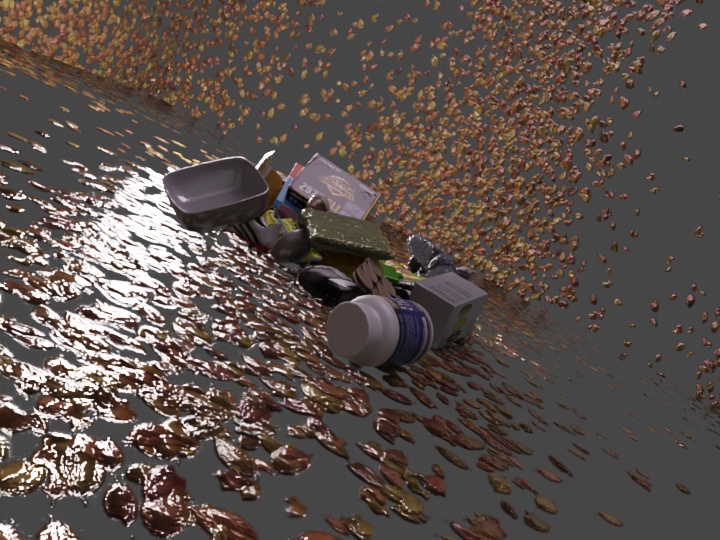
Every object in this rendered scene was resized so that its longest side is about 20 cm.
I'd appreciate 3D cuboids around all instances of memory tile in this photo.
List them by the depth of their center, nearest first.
[{"bbox_3d":[0.059,0.068,1.270,0.201,0.017,0.153,54,17,-5],"label":"memory tile"}]

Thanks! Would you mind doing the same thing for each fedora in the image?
[{"bbox_3d":[-0.250,-0.195,1.554,0.081,0.202,0.201,36,7,-13],"label":"fedora"}]

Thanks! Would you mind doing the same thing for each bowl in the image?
[{"bbox_3d":[-0.300,-0.152,1.314,0.196,0.076,0.200,-17,41,-22],"label":"bowl"}]

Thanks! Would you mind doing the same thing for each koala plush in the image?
[{"bbox_3d":[0.205,0.036,1.651,0.182,0.180,0.199,27,-4,44],"label":"koala plush"}]

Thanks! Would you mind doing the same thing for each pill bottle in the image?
[{"bbox_3d":[0.031,0.098,1.023,0.110,0.113,0.199,32,11,30],"label":"pill bottle"}]

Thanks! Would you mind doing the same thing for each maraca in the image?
[{"bbox_3d":[0.000,0.000,1.404,0.196,0.109,0.137,4,23,-24],"label":"maraca"}]

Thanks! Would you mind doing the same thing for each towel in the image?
[{"bbox_3d":[-0.030,-0.075,1.363,0.196,0.037,0.149,11,27,-23],"label":"towel"}]

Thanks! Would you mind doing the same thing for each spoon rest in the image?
[{"bbox_3d":[-0.117,-0.053,1.416,0.198,0.100,0.061,6,45,-48],"label":"spoon rest"}]

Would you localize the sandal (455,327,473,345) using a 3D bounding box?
[{"bbox_3d":[0.249,0.137,1.581,0.079,0.055,0.200,28,10,9],"label":"sandal"}]

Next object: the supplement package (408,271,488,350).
[{"bbox_3d":[0.189,0.087,1.425,0.108,0.116,0.199,31,22,25],"label":"supplement package"}]

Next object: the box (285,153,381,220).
[{"bbox_3d":[-0.067,-0.184,1.564,0.198,0.050,0.161,33,49,1],"label":"box"}]

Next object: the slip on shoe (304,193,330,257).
[{"bbox_3d":[-0.094,-0.082,1.507,0.074,0.203,0.061,11,42,21],"label":"slip on shoe"}]

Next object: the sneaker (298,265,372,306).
[{"bbox_3d":[-0.029,0.049,1.245,0.197,0.067,0.091,27,7,-18],"label":"sneaker"}]

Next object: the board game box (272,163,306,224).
[{"bbox_3d":[-0.104,-0.169,1.594,0.197,0.041,0.155,26,48,-5],"label":"board game box"}]

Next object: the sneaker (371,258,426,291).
[{"bbox_3d":[0.076,0.003,1.528,0.195,0.092,0.078,11,-22,-4],"label":"sneaker"}]

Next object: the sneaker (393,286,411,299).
[{"bbox_3d":[0.073,0.071,1.436,0.087,0.076,0.199,18,0,25],"label":"sneaker"}]

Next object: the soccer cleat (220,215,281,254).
[{"bbox_3d":[-0.264,-0.111,1.375,0.197,0.087,0.069,29,10,7],"label":"soccer cleat"}]

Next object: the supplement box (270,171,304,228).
[{"bbox_3d":[-0.179,-0.165,1.734,0.197,0.135,0.197,26,9,-4],"label":"supplement box"}]

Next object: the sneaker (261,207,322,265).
[{"bbox_3d":[-0.167,-0.079,1.501,0.198,0.077,0.075,33,9,17],"label":"sneaker"}]
